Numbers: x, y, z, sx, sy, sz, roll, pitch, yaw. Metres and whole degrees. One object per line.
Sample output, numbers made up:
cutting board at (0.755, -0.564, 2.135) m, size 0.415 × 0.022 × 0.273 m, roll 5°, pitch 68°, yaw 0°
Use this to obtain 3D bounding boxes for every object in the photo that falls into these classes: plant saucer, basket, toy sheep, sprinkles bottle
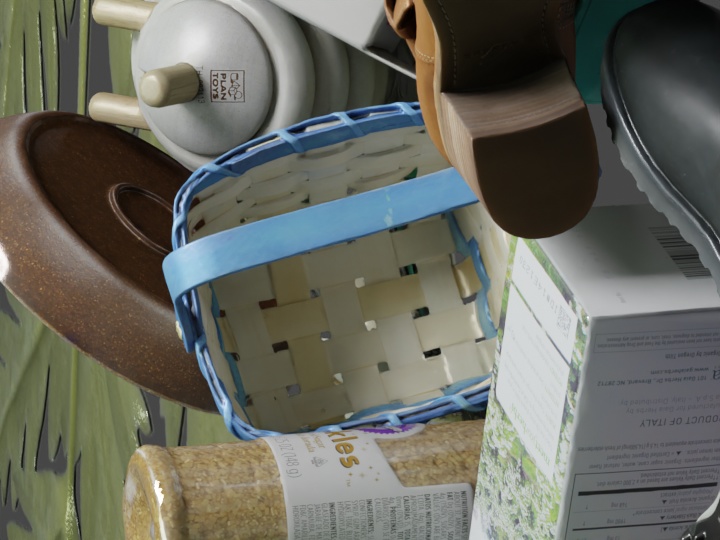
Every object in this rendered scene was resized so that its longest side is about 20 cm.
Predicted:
plant saucer at (-0.105, -0.012, 1.163) m, size 0.035 × 0.200 × 0.201 m, roll -50°, pitch 38°, yaw 21°
basket at (0.000, 0.000, 1.022) m, size 0.200 × 0.176 × 0.140 m, roll 125°, pitch 129°, yaw -76°
toy sheep at (-0.055, -0.101, 1.197) m, size 0.137 × 0.200 × 0.138 m, roll 9°, pitch 111°, yaw 25°
sprinkles bottle at (0.009, 0.094, 0.968) m, size 0.068 × 0.199 × 0.069 m, roll 176°, pitch 90°, yaw -72°

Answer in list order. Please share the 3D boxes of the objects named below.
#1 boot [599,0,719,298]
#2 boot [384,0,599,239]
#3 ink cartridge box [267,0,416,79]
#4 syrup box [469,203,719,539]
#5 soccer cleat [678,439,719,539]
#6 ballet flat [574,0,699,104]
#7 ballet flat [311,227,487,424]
boot at (0.143, -0.070, 0.721) m, size 0.165 × 0.065 × 0.200 m, roll 62°, pitch 159°, yaw 26°
boot at (0.041, -0.127, 0.841) m, size 0.155 × 0.076 × 0.201 m, roll -111°, pitch 7°, yaw -58°
ink cartridge box at (-0.027, -0.151, 1.079) m, size 0.067 × 0.200 × 0.117 m, roll -61°, pitch -3°, yaw 6°
syrup box at (0.093, 0.082, 0.900) m, size 0.079 × 0.081 × 0.201 m, roll -120°, pitch 30°, yaw -57°
soccer cleat at (0.146, 0.069, 0.741) m, size 0.200 × 0.073 × 0.068 m, roll 104°, pitch 153°, yaw -44°
ballet flat at (0.101, -0.130, 0.857) m, size 0.200 × 0.068 × 0.069 m, roll 124°, pitch 149°, yaw -62°
ballet flat at (0.010, 0.044, 1.174) m, size 0.201 × 0.072 × 0.072 m, roll -115°, pitch 27°, yaw -47°
